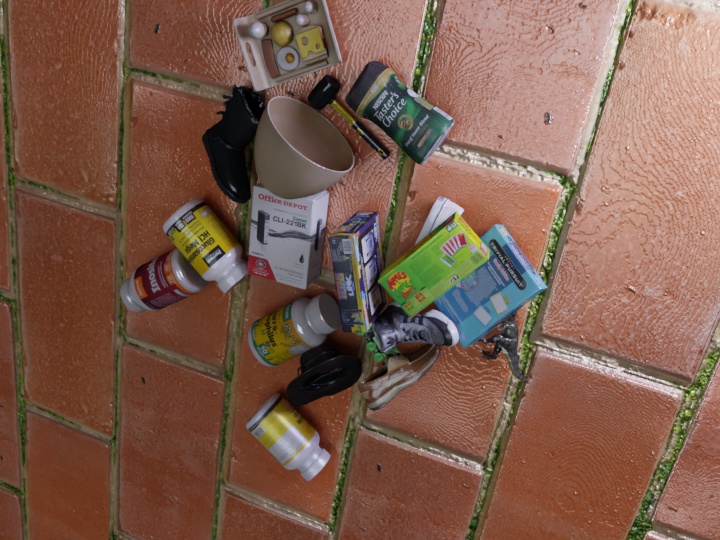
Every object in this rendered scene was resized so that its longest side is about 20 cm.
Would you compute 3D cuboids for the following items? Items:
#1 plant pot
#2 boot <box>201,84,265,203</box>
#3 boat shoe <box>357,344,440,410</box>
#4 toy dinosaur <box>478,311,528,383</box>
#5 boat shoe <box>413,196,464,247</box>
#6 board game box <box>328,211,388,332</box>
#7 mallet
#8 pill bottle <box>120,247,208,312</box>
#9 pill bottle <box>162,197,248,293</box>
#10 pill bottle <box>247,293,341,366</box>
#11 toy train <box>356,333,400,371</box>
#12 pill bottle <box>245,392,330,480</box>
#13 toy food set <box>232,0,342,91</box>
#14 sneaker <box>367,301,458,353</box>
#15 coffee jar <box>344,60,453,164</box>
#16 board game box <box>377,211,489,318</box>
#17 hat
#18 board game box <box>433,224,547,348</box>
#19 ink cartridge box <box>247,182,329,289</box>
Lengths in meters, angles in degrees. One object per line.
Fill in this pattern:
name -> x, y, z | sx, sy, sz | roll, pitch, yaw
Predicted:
plant pot -> -0.129, -0.219, 1.351 | 0.200, 0.200, 0.135 | 44, 121, 0
boot -> -0.242, -0.261, 1.415 | 0.162, 0.073, 0.200 | -39, 67, 35
boat shoe -> 0.079, 0.211, 1.471 | 0.199, 0.076, 0.074 | -39, 96, 0
toy dinosaur -> 0.288, 0.150, 1.421 | 0.087, 0.048, 0.202 | -7, 110, 15
boat shoe -> 0.147, -0.046, 1.387 | 0.065, 0.072, 0.202 | 27, 108, 13
board game box -> 0.000, 0.000, 1.401 | 0.056, 0.165, 0.203 | -1, 109, 19
mallet -> -0.012, -0.303, 1.368 | 0.199, 0.041, 0.066 | 38, 121, -1
pill bottle -> -0.458, 0.026, 1.610 | 0.198, 0.113, 0.114 | -23, 101, 26
pill bottle -> -0.333, -0.052, 1.535 | 0.112, 0.112, 0.200 | -39, 93, 28
pill bottle -> -0.143, 0.128, 1.532 | 0.199, 0.113, 0.114 | -26, 99, 27
toy train -> 0.044, 0.161, 1.518 | 0.056, 0.042, 0.201 | -32, 98, 14
pill bottle -> -0.168, 0.397, 1.643 | 0.200, 0.112, 0.112 | 46, 118, -1
toy food set -> -0.141, -0.447, 1.345 | 0.198, 0.060, 0.145 | -11, 105, 24
sneaker -> 0.098, 0.129, 1.404 | 0.199, 0.113, 0.076 | 17, 130, 46
coffee jar -> 0.071, -0.300, 1.308 | 0.199, 0.085, 0.105 | 39, 118, 3
board game box -> 0.140, -0.009, 1.339 | 0.200, 0.048, 0.102 | -40, 99, 23
hat -> -0.091, 0.217, 1.540 | 0.200, 0.199, 0.081 | -44, 58, 28
board game box -> 0.241, 0.032, 1.364 | 0.200, 0.047, 0.152 | -42, 71, 28
ink cartridge box -> -0.155, -0.081, 1.474 | 0.143, 0.084, 0.203 | 14, 112, 15
